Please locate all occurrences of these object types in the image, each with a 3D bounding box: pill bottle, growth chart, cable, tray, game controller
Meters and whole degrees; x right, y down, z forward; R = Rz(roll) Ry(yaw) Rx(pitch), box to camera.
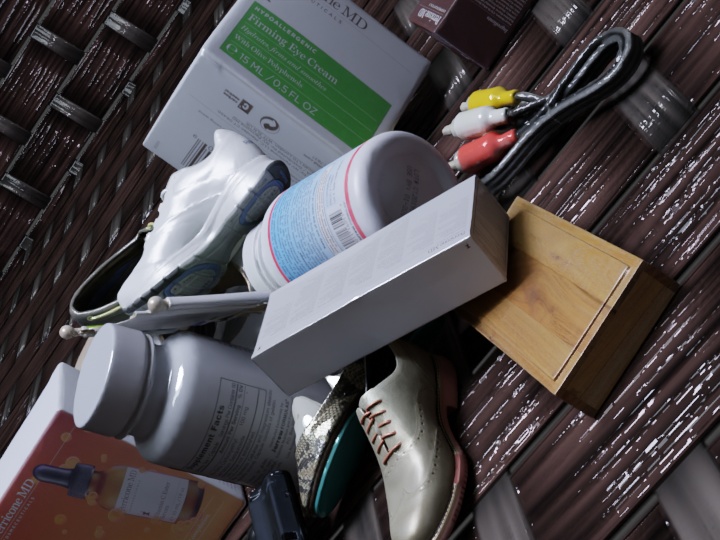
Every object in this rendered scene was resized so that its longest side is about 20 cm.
[{"bbox_3d":[-0.132,0.114,1.061,0.114,0.199,0.115,-44,36,45],"label":"pill bottle"},{"bbox_3d":[-0.158,0.040,1.096,0.200,0.144,0.018,-17,79,54],"label":"growth chart"},{"bbox_3d":[0.135,-0.125,0.995,0.200,0.050,0.097,-28,42,54],"label":"cable"},{"bbox_3d":[0.129,0.017,0.857,0.099,0.037,0.200,-57,20,4],"label":"tray"},{"bbox_3d":[-0.014,-0.034,1.057,0.200,0.109,0.109,-24,39,50],"label":"pill bottle"},{"bbox_3d":[-0.057,0.236,0.952,0.200,0.042,0.105,-118,29,-67],"label":"game controller"}]

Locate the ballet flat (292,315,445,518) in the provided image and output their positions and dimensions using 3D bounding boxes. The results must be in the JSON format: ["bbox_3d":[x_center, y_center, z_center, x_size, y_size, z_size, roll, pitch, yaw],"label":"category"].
[{"bbox_3d":[-0.009,0.096,1.005,0.075,0.068,0.200,28,85,26],"label":"ballet flat"}]

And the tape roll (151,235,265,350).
[{"bbox_3d":[-0.139,0.048,1.228,0.202,0.071,0.203,-10,64,20],"label":"tape roll"}]

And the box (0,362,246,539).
[{"bbox_3d":[-0.235,0.210,1.188,0.153,0.200,0.106,-56,21,10],"label":"box"}]

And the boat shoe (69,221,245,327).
[{"bbox_3d":[-0.189,-0.010,1.201,0.202,0.060,0.072,-41,57,2],"label":"boat shoe"}]

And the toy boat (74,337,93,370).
[{"bbox_3d":[-0.266,0.111,1.547,0.131,0.130,0.200,86,-152,-72],"label":"toy boat"}]

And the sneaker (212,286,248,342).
[{"bbox_3d":[-0.117,0.076,1.309,0.079,0.074,0.201,5,57,35],"label":"sneaker"}]

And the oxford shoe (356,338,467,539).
[{"bbox_3d":[0.026,0.123,0.890,0.071,0.074,0.200,-48,23,26],"label":"oxford shoe"}]

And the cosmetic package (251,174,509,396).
[{"bbox_3d":[0.015,0.014,0.928,0.200,0.051,0.083,-29,25,26],"label":"cosmetic package"}]

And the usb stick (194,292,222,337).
[{"bbox_3d":[-0.170,0.048,1.396,0.056,0.033,0.200,-60,-5,-21],"label":"usb stick"}]

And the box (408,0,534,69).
[{"bbox_3d":[0.139,-0.302,1.220,0.200,0.075,0.100,-58,21,8],"label":"box"}]

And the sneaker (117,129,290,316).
[{"bbox_3d":[-0.152,-0.040,1.147,0.200,0.074,0.087,-47,67,5],"label":"sneaker"}]

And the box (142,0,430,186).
[{"bbox_3d":[-0.076,-0.170,1.287,0.200,0.199,0.172,-41,16,55],"label":"box"}]
